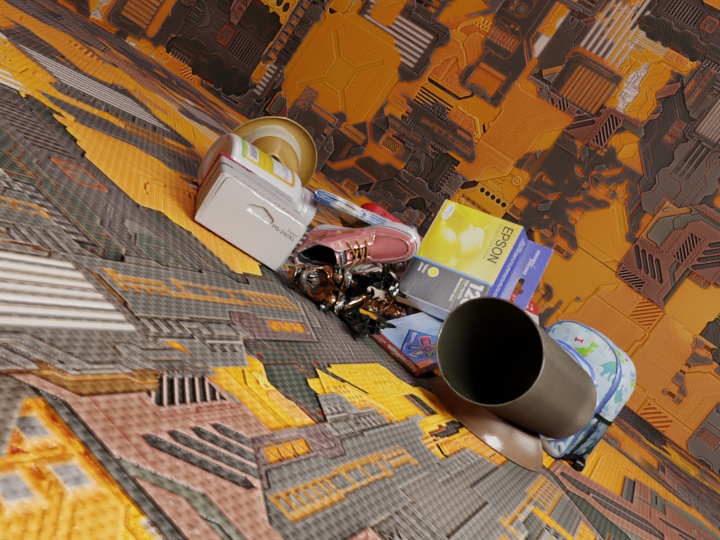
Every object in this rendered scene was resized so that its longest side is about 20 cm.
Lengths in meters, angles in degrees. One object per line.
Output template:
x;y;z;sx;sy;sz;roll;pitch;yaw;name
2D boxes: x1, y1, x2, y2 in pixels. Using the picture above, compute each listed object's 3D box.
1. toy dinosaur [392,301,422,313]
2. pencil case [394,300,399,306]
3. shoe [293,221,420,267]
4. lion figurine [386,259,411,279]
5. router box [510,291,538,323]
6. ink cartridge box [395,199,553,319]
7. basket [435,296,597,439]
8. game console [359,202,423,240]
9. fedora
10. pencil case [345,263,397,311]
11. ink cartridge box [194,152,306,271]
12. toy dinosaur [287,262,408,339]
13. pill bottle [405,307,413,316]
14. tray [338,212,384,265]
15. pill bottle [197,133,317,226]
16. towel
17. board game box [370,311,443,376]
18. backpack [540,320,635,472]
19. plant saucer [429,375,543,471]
0.100;0.072;1.269;0.088;0.048;0.200;-21;41;-33;toy dinosaur
0.060;0.012;1.455;0.078;0.087;0.200;52;3;-22;pencil case
-0.007;-0.031;1.188;0.199;0.072;0.091;3;28;20;shoe
0.150;-0.006;1.272;0.123;0.199;0.073;-115;-168;-46;lion figurine
0.254;0.122;1.322;0.049;0.181;0.199;-17;-30;40;router box
0.186;-0.003;1.192;0.199;0.198;0.047;20;-26;23;ink cartridge box
0.224;0.144;0.981;0.200;0.136;0.180;34;2;-37;basket
0.058;-0.042;1.561;0.200;0.031;0.177;36;-37;2;game console
-0.171;-0.191;1.378;0.200;0.200;0.082;30;31;-33;fedora
0.000;0.000;1.287;0.089;0.078;0.200;0;24;-24;pencil case
-0.171;-0.094;1.106;0.145;0.084;0.200;33;9;-19;ink cartridge box
-0.008;0.030;1.057;0.199;0.103;0.135;-5;13;-38;toy dinosaur
0.181;0.096;1.385;0.200;0.109;0.109;27;12;-48;pill bottle
0.017;-0.049;1.398;0.099;0.037;0.200;67;-9;-22;tray
-0.175;-0.145;1.282;0.200;0.111;0.111;30;10;-37;pill bottle
0.013;-0.103;1.322;0.199;0.024;0.147;24;7;2;towel
0.107;0.106;1.133;0.103;0.020;0.200;39;26;28;board game box
0.333;0.185;1.185;0.147;0.200;0.183;28;12;-44;backpack
0.190;0.207;1.052;0.200;0.037;0.200;36;8;-6;plant saucer
